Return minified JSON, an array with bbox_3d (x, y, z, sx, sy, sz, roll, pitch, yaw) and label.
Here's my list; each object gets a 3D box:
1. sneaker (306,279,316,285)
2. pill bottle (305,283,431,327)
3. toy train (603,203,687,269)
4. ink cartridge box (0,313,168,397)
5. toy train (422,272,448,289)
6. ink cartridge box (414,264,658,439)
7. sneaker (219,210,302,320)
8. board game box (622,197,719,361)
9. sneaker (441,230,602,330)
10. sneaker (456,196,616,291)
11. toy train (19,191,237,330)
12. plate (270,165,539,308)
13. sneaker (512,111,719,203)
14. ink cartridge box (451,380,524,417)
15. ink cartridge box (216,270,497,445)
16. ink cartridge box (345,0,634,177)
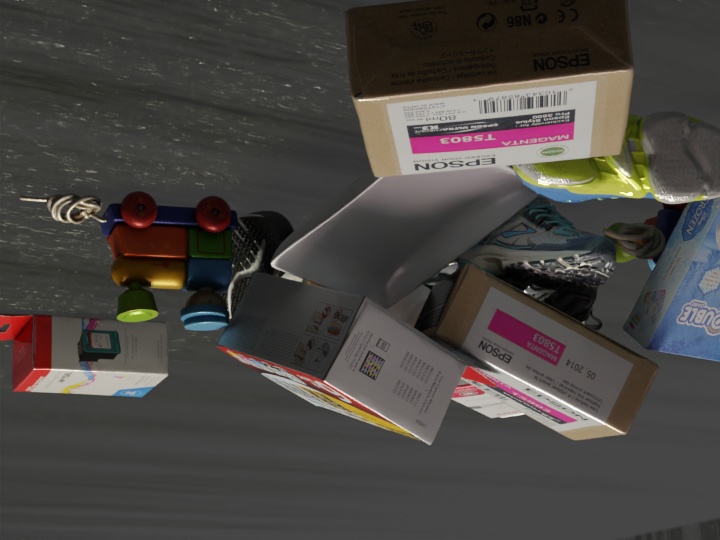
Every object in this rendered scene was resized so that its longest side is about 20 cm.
[{"bbox_3d":[0.000,0.000,1.587,0.089,0.075,0.200,-17,158,-13],"label":"sneaker"},{"bbox_3d":[0.014,0.067,1.708,0.199,0.114,0.112,-1,170,45],"label":"pill bottle"},{"bbox_3d":[0.277,-0.030,1.569,0.198,0.086,0.115,8,176,-31],"label":"toy train"},{"bbox_3d":[-0.333,0.099,1.883,0.198,0.068,0.116,4,161,-22],"label":"ink cartridge box"},{"bbox_3d":[0.141,0.045,1.795,0.198,0.086,0.114,-2,173,-5],"label":"toy train"},{"bbox_3d":[0.154,0.080,1.516,0.199,0.076,0.165,28,170,-3],"label":"ink cartridge box"},{"bbox_3d":[-0.090,-0.013,1.597,0.080,0.074,0.200,-27,167,-22],"label":"sneaker"},{"bbox_3d":[0.363,-0.009,1.498,0.199,0.043,0.200,9,115,-37],"label":"board game box"},{"bbox_3d":[0.156,0.019,1.630,0.198,0.115,0.075,0,171,-16],"label":"sneaker"},{"bbox_3d":[0.160,-0.031,1.499,0.077,0.087,0.199,20,168,-33],"label":"sneaker"},{"bbox_3d":[-0.211,-0.006,1.480,0.198,0.117,0.085,3,162,-20],"label":"toy train"},{"bbox_3d":[0.041,-0.050,1.439,0.199,0.032,0.199,-37,150,19],"label":"plate"},{"bbox_3d":[0.221,-0.094,1.385,0.198,0.077,0.105,6,174,-8],"label":"sneaker"},{"bbox_3d":[0.192,0.121,2.038,0.144,0.084,0.200,-11,162,22],"label":"ink cartridge box"},{"bbox_3d":[-0.003,0.086,1.469,0.175,0.084,0.199,33,169,-30],"label":"ink cartridge box"},{"bbox_3d":[0.095,-0.136,1.190,0.198,0.076,0.165,-6,162,5],"label":"ink cartridge box"}]
